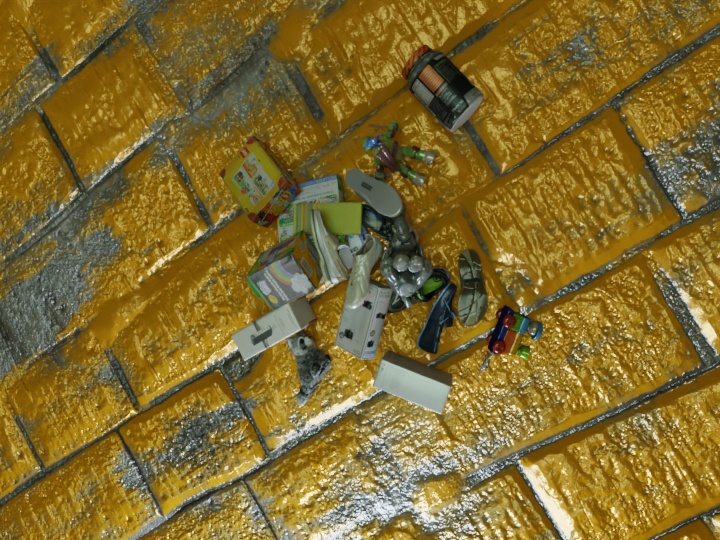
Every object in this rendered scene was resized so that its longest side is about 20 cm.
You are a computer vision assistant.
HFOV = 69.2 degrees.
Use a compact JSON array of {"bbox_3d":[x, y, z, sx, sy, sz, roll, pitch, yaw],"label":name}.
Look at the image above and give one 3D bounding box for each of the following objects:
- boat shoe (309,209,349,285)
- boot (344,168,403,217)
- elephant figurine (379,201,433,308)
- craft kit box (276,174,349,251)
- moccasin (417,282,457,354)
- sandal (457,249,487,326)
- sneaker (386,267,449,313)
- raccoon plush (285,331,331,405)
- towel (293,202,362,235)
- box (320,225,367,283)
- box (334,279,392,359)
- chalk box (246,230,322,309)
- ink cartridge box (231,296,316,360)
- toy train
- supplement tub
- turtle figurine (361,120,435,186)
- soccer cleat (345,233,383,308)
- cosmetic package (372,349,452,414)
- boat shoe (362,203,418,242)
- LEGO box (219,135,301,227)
[{"bbox_3d":[-0.082,-0.067,1.368,0.067,0.075,0.204,-14,98,4],"label":"boat shoe"},{"bbox_3d":[0.049,-0.197,1.379,0.200,0.095,0.074,42,97,28],"label":"boot"},{"bbox_3d":[0.113,-0.044,1.353,0.140,0.202,0.155,32,120,-27],"label":"elephant figurine"},{"bbox_3d":[-0.137,-0.146,1.451,0.196,0.048,0.202,-9,77,17],"label":"craft kit box"},{"bbox_3d":[0.221,0.130,1.401,0.067,0.080,0.203,29,114,19],"label":"moccasin"},{"bbox_3d":[0.294,0.047,1.388,0.078,0.054,0.205,-3,79,8],"label":"sandal"},{"bbox_3d":[0.148,0.054,1.401,0.197,0.083,0.072,-27,99,15],"label":"sneaker"},{"bbox_3d":[-0.177,0.277,1.498,0.133,0.096,0.202,37,102,16],"label":"raccoon plush"},{"bbox_3d":[-0.090,-0.138,1.406,0.196,0.018,0.088,1,89,17],"label":"towel"},{"bbox_3d":[-0.062,-0.053,1.467,0.197,0.041,0.121,-24,87,12],"label":"box"},{"bbox_3d":[0.008,0.127,1.429,0.115,0.059,0.204,20,100,42],"label":"box"},{"bbox_3d":[-0.211,0.008,1.397,0.197,0.125,0.125,-24,114,24],"label":"chalk box"},{"bbox_3d":[-0.241,0.160,1.472,0.197,0.144,0.085,-28,88,14],"label":"ink cartridge box"},{"bbox_3d":[0.390,0.206,1.365,0.114,0.085,0.204,19,99,-2],"label":"toy train"},{"bbox_3d":[0.204,-0.466,1.328,0.122,0.122,0.201,-43,84,13],"label":"supplement tub"},{"bbox_3d":[0.089,-0.311,1.394,0.191,0.200,0.147,22,76,-9],"label":"turtle figurine"},{"bbox_3d":[0.000,0.000,1.368,0.068,0.078,0.203,6,65,37],"label":"soccer cleat"},{"bbox_3d":[0.144,0.297,1.411,0.197,0.107,0.086,21,99,12],"label":"cosmetic package"},{"bbox_3d":[0.065,-0.119,1.421,0.197,0.057,0.070,29,101,9],"label":"boat shoe"},{"bbox_3d":[-0.281,-0.247,1.454,0.149,0.077,0.201,-43,65,13],"label":"LEGO box"}]
